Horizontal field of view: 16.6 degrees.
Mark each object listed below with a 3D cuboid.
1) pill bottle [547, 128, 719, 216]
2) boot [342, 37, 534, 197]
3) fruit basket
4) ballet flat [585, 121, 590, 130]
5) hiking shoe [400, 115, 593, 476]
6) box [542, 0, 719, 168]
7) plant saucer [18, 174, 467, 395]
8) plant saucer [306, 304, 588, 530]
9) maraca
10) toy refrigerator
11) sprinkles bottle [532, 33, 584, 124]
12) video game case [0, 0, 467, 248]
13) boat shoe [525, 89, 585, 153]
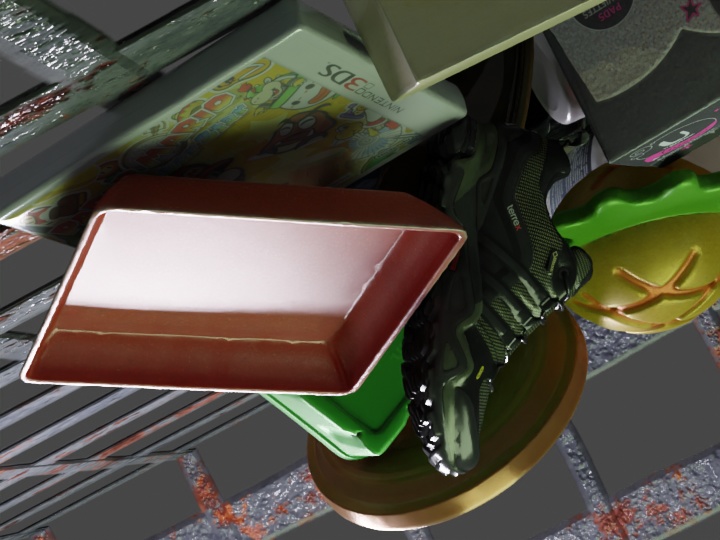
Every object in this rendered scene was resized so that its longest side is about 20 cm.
[{"bbox_3d":[0.203,-0.060,1.673,0.119,0.120,0.200,-25,171,-20],"label":"pill bottle"},{"bbox_3d":[0.031,-0.074,1.394,0.097,0.201,0.075,18,175,-26],"label":"boot"},{"bbox_3d":[0.000,0.000,1.546,0.216,0.155,0.216,-47,-164,18],"label":"fruit basket"},{"bbox_3d":[0.172,-0.140,1.775,0.200,0.068,0.064,-30,-157,-8],"label":"ballet flat"},{"bbox_3d":[0.080,0.017,1.354,0.100,0.201,0.076,4,-171,-12],"label":"hiking shoe"},{"bbox_3d":[0.206,-0.161,1.357,0.200,0.133,0.115,-30,170,19],"label":"box"},{"bbox_3d":[-0.068,0.006,1.319,0.199,0.037,0.200,3,152,-19],"label":"plant saucer"},{"bbox_3d":[0.051,0.080,1.591,0.200,0.032,0.201,-23,-144,18],"label":"plant saucer"},{"bbox_3d":[0.174,-0.022,1.508,0.137,0.107,0.200,-17,163,1],"label":"maraca"},{"bbox_3d":[0.094,-0.159,1.204,0.199,0.070,0.076,-26,-179,-9],"label":"toy refrigerator"},{"bbox_3d":[0.203,-0.166,1.599,0.199,0.068,0.068,-26,174,-11],"label":"sprinkles bottle"},{"bbox_3d":[-0.067,-0.062,1.286,0.200,0.023,0.182,-29,157,21],"label":"video game case"},{"bbox_3d":[0.101,-0.106,1.645,0.074,0.066,0.199,10,-148,24],"label":"boat shoe"}]
